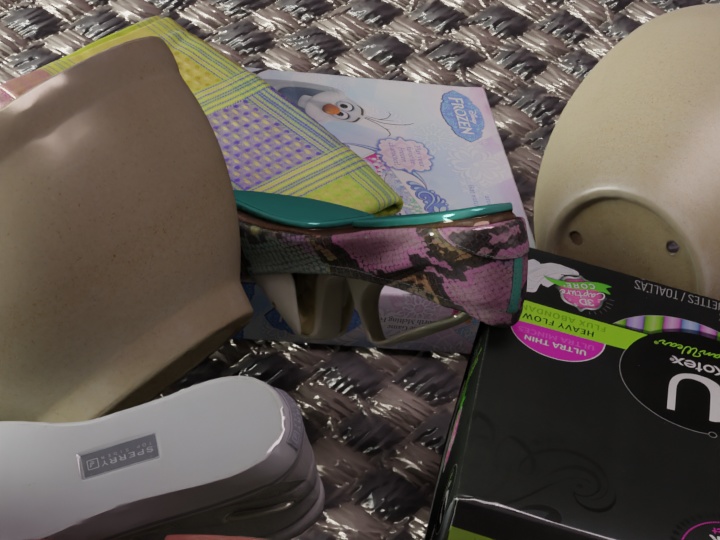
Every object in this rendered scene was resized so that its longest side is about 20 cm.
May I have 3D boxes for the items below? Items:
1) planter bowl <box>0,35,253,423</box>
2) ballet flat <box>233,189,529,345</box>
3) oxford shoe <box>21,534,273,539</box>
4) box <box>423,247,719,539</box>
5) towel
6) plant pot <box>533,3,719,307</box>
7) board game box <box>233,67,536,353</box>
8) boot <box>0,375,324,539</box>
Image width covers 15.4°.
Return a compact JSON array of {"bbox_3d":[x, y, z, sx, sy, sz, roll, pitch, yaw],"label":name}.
[{"bbox_3d":[-0.134,0.002,1.253,0.135,0.200,0.200,53,44,4],"label":"planter bowl"},{"bbox_3d":[0.000,0.000,1.271,0.200,0.071,0.069,5,9,44],"label":"ballet flat"},{"bbox_3d":[-0.107,0.153,1.105,0.070,0.199,0.075,30,59,-52],"label":"oxford shoe"},{"bbox_3d":[0.111,0.106,1.246,0.148,0.125,0.200,15,37,1],"label":"box"},{"bbox_3d":[-0.090,-0.066,1.412,0.200,0.023,0.143,36,41,25],"label":"towel"},{"bbox_3d":[0.166,-0.021,1.368,0.200,0.201,0.134,32,37,20],"label":"plant pot"},{"bbox_3d":[-0.011,-0.036,1.454,0.198,0.043,0.200,4,38,-14],"label":"board game box"},{"bbox_3d":[-0.114,0.110,1.194,0.199,0.096,0.074,-11,55,6],"label":"boot"}]
